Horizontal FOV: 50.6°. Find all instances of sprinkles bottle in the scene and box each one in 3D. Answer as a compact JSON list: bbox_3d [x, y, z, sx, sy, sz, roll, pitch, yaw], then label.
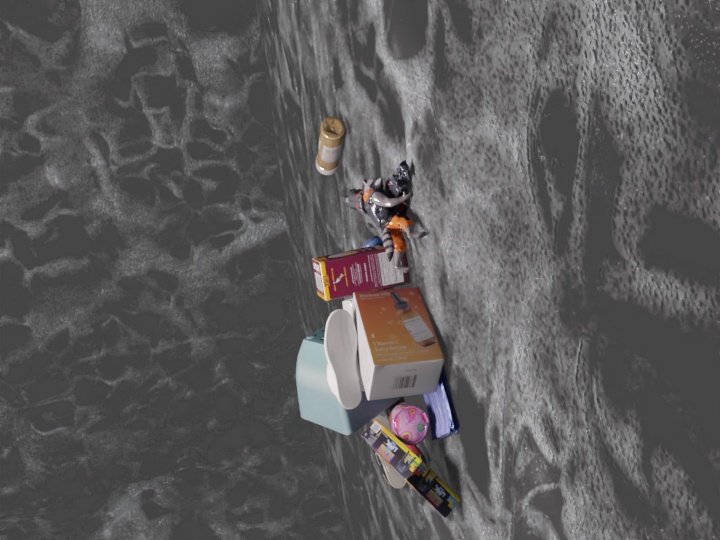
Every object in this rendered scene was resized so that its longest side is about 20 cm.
[{"bbox_3d":[-0.084,-0.338,2.085,0.201,0.066,0.070,109,147,-67],"label":"sprinkles bottle"}]

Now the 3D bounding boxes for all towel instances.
[{"bbox_3d":[0.161,0.281,1.619,0.200,0.023,0.149,114,144,-71],"label":"towel"}]

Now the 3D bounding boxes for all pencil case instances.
[{"bbox_3d":[0.109,0.346,1.733,0.200,0.085,0.090,101,156,-81],"label":"pencil case"}]

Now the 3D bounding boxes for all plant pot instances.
[{"bbox_3d":[-0.042,0.237,1.824,0.193,0.194,0.205,6,116,49],"label":"plant pot"}]

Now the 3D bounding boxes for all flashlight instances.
[{"bbox_3d":[0.110,0.405,1.872,0.069,0.066,0.203,110,153,-45],"label":"flashlight"},{"bbox_3d":[0.010,-0.168,1.824,0.068,0.068,0.200,45,179,-12],"label":"flashlight"}]

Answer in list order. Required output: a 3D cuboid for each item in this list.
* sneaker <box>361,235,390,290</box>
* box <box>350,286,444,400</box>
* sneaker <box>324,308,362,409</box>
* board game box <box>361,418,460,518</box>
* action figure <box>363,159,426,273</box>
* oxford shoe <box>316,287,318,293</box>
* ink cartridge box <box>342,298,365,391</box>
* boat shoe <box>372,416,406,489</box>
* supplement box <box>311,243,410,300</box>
[{"bbox_3d":[0.039,0.015,1.836,0.082,0.073,0.205,31,128,44],"label":"sneaker"},{"bbox_3d":[0.069,0.147,1.565,0.203,0.148,0.108,-108,19,-43],"label":"box"},{"bbox_3d":[-0.048,0.179,1.599,0.115,0.072,0.206,-167,71,-74],"label":"sneaker"},{"bbox_3d":[0.107,0.430,1.662,0.166,0.057,0.199,50,169,-31],"label":"board game box"},{"bbox_3d":[0.060,-0.121,1.531,0.202,0.102,0.196,92,153,-56],"label":"action figure"},{"bbox_3d":[-0.032,0.002,1.872,0.072,0.198,0.086,29,133,36],"label":"oxford shoe"},{"bbox_3d":[0.046,0.156,1.711,0.087,0.141,0.206,169,93,-74],"label":"ink cartridge box"},{"bbox_3d":[0.077,0.517,2.158,0.060,0.072,0.204,129,120,-69],"label":"boat shoe"},{"bbox_3d":[0.000,0.000,1.686,0.110,0.195,0.088,-157,56,-76],"label":"supplement box"}]
